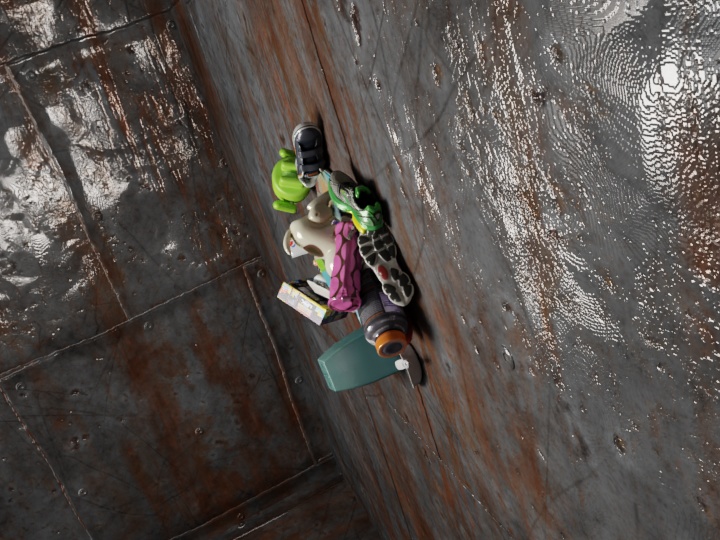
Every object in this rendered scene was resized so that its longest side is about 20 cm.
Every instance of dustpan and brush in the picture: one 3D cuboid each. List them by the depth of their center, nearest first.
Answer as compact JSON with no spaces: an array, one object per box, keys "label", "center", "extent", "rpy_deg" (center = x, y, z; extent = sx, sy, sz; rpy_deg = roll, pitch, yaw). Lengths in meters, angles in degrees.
[{"label":"dustpan and brush","center":[0.114,0.228,1.709],"extent":[0.142,0.056,0.200],"rpy_deg":[65,166,6]}]

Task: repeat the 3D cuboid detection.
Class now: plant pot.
[{"label":"plant pot","center":[-0.009,0.247,1.909],"extent":[0.144,0.197,0.141],"rpy_deg":[67,166,-2]}]

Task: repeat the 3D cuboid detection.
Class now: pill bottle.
[{"label":"pill bottle","center":[0.048,0.099,1.584],"extent":[0.107,0.104,0.202],"rpy_deg":[85,171,-51]}]

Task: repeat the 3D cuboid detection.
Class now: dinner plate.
[{"label":"dinner plate","center":[-0.070,0.082,1.990],"extent":[0.197,0.025,0.200],"rpy_deg":[26,175,2]}]

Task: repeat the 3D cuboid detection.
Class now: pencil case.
[{"label":"pencil case","center":[-0.029,-0.012,1.564],"extent":[0.094,0.089,0.204],"rpy_deg":[140,136,-65]}]

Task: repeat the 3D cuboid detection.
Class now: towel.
[{"label":"towel","center":[-0.088,-0.215,1.845],"extent":[0.200,0.021,0.149],"rpy_deg":[49,157,51]}]

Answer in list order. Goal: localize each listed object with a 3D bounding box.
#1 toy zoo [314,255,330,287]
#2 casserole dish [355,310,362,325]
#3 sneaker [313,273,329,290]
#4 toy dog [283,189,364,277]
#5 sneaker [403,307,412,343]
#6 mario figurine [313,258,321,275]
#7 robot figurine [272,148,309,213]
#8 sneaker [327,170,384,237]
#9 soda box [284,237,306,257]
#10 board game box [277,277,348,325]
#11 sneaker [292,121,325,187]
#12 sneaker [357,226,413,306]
[{"label":"toy zoo","center":[-0.060,0.005,1.845],"extent":[0.132,0.020,0.202],"rpy_deg":[-71,-37,-51]},{"label":"casserole dish","center":[0.011,0.101,1.822],"extent":[0.202,0.038,0.122],"rpy_deg":[-107,-7,-50]},{"label":"sneaker","center":[-0.076,0.017,1.905],"extent":[0.071,0.074,0.200],"rpy_deg":[25,-173,13]},{"label":"toy dog","center":[-0.071,-0.066,1.689],"extent":[0.201,0.192,0.140],"rpy_deg":[49,147,15]},{"label":"sneaker","center":[0.082,0.126,1.695],"extent":[0.201,0.077,0.116],"rpy_deg":[59,179,41]},{"label":"mario figurine","center":[-0.114,-0.019,2.071],"extent":[0.125,0.105,0.200],"rpy_deg":[58,168,4]},{"label":"robot figurine","center":[-0.195,-0.256,1.966],"extent":[0.200,0.113,0.180],"rpy_deg":[146,128,-82]},{"label":"sneaker","center":[-0.006,-0.168,1.542],"extent":[0.200,0.077,0.086],"rpy_deg":[48,148,35]},{"label":"soda box","center":[-0.159,-0.104,2.013],"extent":[0.200,0.067,0.065],"rpy_deg":[-69,-39,-69]},{"label":"board game box","center":[-0.136,0.091,2.088],"extent":[0.164,0.057,0.199],"rpy_deg":[33,-166,18]},{"label":"sneaker","center":[-0.128,-0.289,1.743],"extent":[0.201,0.077,0.081],"rpy_deg":[96,158,-64]},{"label":"sneaker","center":[0.053,-0.009,1.547],"extent":[0.083,0.079,0.203],"rpy_deg":[78,169,-79]}]
